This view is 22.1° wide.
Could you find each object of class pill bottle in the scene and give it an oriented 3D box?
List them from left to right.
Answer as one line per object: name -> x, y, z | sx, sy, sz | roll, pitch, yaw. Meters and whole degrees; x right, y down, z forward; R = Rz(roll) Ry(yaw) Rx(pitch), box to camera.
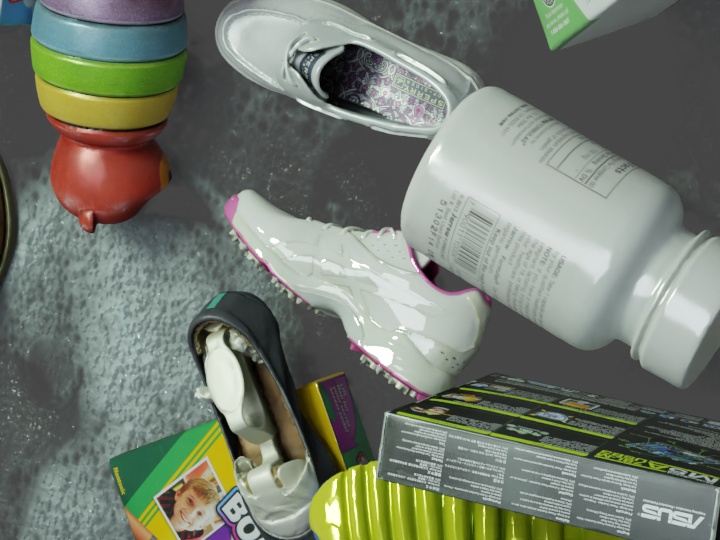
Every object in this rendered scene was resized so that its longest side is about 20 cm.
pill bottle -> 0.134, -0.017, 1.120 | 0.199, 0.114, 0.115 | 32, 107, 18

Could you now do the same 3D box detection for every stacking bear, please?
stacking bear -> -0.167, -0.128, 1.246 | 0.113, 0.122, 0.202 | 4, 112, -6

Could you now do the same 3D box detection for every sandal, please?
sandal -> 0.066, 0.165, 1.159 | 0.198, 0.087, 0.080 | 7, 77, -1

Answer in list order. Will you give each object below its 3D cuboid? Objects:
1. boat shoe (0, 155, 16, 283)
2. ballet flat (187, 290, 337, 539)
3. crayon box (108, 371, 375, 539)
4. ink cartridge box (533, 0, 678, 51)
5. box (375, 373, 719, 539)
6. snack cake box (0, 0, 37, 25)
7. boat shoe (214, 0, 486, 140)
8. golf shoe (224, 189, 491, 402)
boat shoe -> -0.302, 0.001, 1.337 | 0.071, 0.068, 0.202 | 11, 98, 24
ballet flat -> -0.063, 0.110, 1.183 | 0.073, 0.073, 0.201 | -22, 85, 24
crayon box -> -0.059, 0.193, 1.255 | 0.172, 0.058, 0.201 | -22, 86, 24
ink cartridge box -> 0.134, -0.249, 1.073 | 0.084, 0.146, 0.201 | -19, 86, -15
box -> 0.136, 0.110, 1.088 | 0.199, 0.193, 0.048 | 11, 100, 22
snack cake box -> -0.300, -0.216, 1.289 | 0.199, 0.115, 0.068 | 11, 100, 23
boat shoe -> -0.016, -0.130, 1.198 | 0.199, 0.068, 0.072 | 29, 106, 18
golf shoe -> 0.000, 0.000, 1.213 | 0.200, 0.075, 0.092 | 39, 93, 13
